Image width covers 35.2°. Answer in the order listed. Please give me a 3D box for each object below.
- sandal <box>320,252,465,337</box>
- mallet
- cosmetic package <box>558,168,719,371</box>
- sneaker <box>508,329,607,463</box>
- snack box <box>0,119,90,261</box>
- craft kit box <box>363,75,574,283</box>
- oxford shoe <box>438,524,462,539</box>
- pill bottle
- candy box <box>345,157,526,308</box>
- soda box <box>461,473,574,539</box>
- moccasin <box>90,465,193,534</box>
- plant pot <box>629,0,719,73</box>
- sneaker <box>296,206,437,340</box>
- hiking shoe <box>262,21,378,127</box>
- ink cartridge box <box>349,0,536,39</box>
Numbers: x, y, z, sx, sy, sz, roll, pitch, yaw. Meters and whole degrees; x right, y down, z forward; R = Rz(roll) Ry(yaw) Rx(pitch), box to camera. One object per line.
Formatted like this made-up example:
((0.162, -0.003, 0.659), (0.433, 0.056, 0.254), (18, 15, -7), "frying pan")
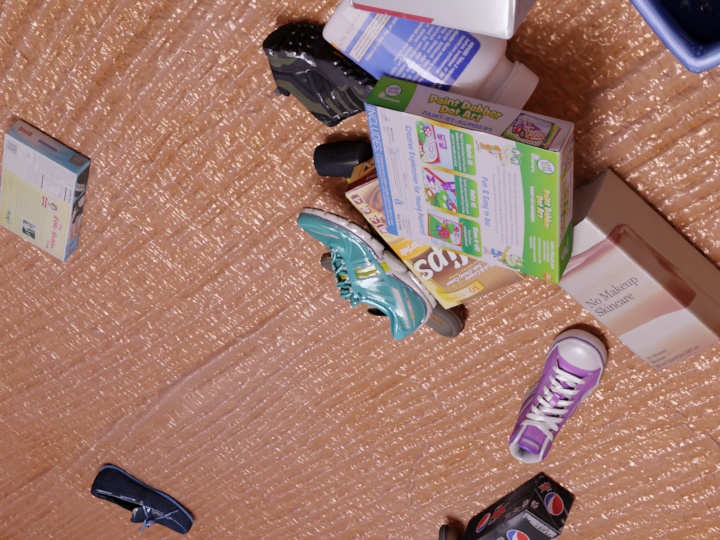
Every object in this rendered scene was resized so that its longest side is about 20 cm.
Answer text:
((0.035, 0.037, 1.417), (0.199, 0.055, 0.082), (32, 160, -6), "sandal")
((0.016, -0.075, 1.351), (0.066, 0.041, 0.200), (-8, 130, 34), "mallet")
((0.291, 0.003, 1.212), (0.200, 0.087, 0.103), (40, 140, -9), "cosmetic package")
((0.238, 0.166, 1.388), (0.072, 0.114, 0.201), (26, 138, 9), "sneaker")
((-0.448, -0.108, 1.599), (0.116, 0.037, 0.200), (30, 139, 3), "snack box")
((0.110, -0.086, 1.117), (0.197, 0.049, 0.200), (20, 149, 22), "craft kit box")
((0.180, 0.460, 1.760), (0.084, 0.073, 0.200), (-17, 124, 23), "oxford shoe")
((0.072, -0.215, 1.114), (0.200, 0.112, 0.112), (37, 139, -5), "pill bottle")
((0.090, -0.054, 1.280), (0.115, 0.055, 0.200), (-22, 123, 34), "candy box")
((0.219, 0.368, 1.630), (0.063, 0.071, 0.200), (37, 139, -4), "soda box")
((-0.406, 0.439, 2.089), (0.199, 0.068, 0.081), (27, 139, 6), "moccasin")
((0.288, -0.303, 0.841), (0.200, 0.180, 0.200), (46, 138, -17), "plant pot")
((0.000, 0.000, 1.338), (0.200, 0.080, 0.078), (41, 173, -3), "sneaker")
((-0.010, -0.198, 1.224), (0.199, 0.076, 0.101), (25, 148, 22), "hiking shoe")
((0.094, -0.290, 0.960), (0.144, 0.200, 0.084), (14, 134, 19), "ink cartridge box")
